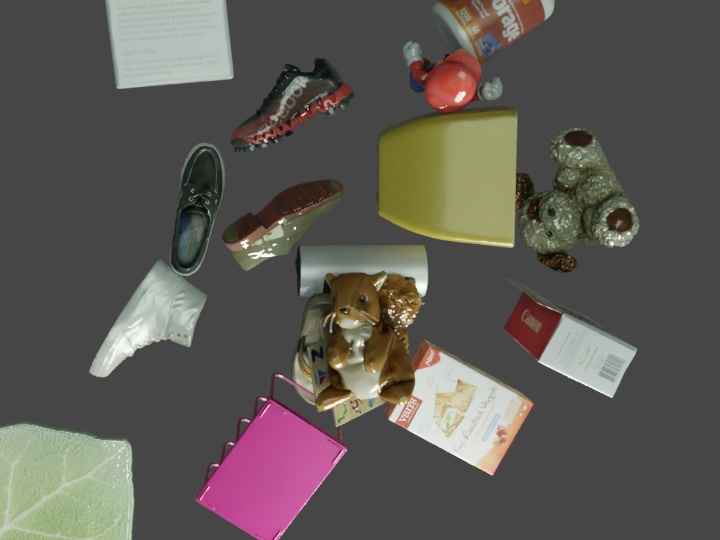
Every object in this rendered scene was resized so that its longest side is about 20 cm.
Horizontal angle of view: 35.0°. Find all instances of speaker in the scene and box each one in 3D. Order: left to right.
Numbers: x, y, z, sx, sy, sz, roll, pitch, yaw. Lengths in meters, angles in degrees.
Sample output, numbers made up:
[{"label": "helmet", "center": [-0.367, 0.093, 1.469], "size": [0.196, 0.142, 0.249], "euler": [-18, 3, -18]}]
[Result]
[{"label": "speaker", "center": [0.000, 0.000, 1.743], "size": [0.198, 0.081, 0.082], "euler": [0, 99, -8]}]

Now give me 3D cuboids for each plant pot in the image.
[{"label": "plant pot", "center": [0.122, -0.143, 1.685], "size": [0.198, 0.196, 0.196], "euler": [0, 99, 0]}]

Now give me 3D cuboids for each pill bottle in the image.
[{"label": "pill bottle", "center": [0.213, -0.397, 1.690], "size": [0.199, 0.112, 0.113], "euler": [-35, 102, -1]}]

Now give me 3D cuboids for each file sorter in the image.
[{"label": "file sorter", "center": [-0.133, 0.280, 1.732], "size": [0.138, 0.126, 0.201], "euler": [33, 105, -11]}]

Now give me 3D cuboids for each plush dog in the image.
[{"label": "plush dog", "center": [0.322, -0.094, 1.760], "size": [0.171, 0.160, 0.201], "euler": [-28, 74, 12]}]

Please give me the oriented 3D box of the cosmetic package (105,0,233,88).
[{"label": "cosmetic package", "center": [-0.270, -0.364, 1.602], "size": [0.163, 0.165, 0.202], "euler": [-5, 100, -7]}]

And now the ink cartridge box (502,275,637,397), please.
[{"label": "ink cartridge box", "center": [0.295, 0.095, 1.737], "size": [0.174, 0.200, 0.084], "euler": [26, 96, -11]}]

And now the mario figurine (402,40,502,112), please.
[{"label": "mario figurine", "center": [0.132, -0.289, 1.652], "size": [0.122, 0.200, 0.107], "euler": [-13, 101, -6]}]

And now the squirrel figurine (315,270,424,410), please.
[{"label": "squirrel figurine", "center": [0.009, 0.077, 1.652], "size": [0.140, 0.200, 0.188], "euler": [-4, 115, 26]}]

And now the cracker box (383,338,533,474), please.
[{"label": "cracker box", "center": [0.155, 0.216, 1.810], "size": [0.199, 0.058, 0.135], "euler": [29, 94, -11]}]

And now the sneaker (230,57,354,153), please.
[{"label": "sneaker", "center": [-0.113, -0.248, 1.691], "size": [0.199, 0.071, 0.098], "euler": [-29, 102, -4]}]

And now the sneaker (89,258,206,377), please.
[{"label": "sneaker", "center": [-0.313, 0.097, 1.719], "size": [0.115, 0.074, 0.201], "euler": [35, 92, -9]}]

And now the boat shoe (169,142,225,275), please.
[{"label": "boat shoe", "center": [-0.241, -0.091, 1.697], "size": [0.068, 0.057, 0.202], "euler": [10, 89, -11]}]

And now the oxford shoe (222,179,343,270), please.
[{"label": "oxford shoe", "center": [-0.110, -0.071, 1.733], "size": [0.199, 0.071, 0.074], "euler": [-27, 127, -3]}]

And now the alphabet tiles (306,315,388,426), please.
[{"label": "alphabet tiles", "center": [-0.006, 0.136, 1.736], "size": [0.199, 0.006, 0.168], "euler": [-20, 105, -46]}]

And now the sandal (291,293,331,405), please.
[{"label": "sandal", "center": [-0.062, 0.129, 1.746], "size": [0.080, 0.054, 0.202], "euler": [2, 121, -10]}]
